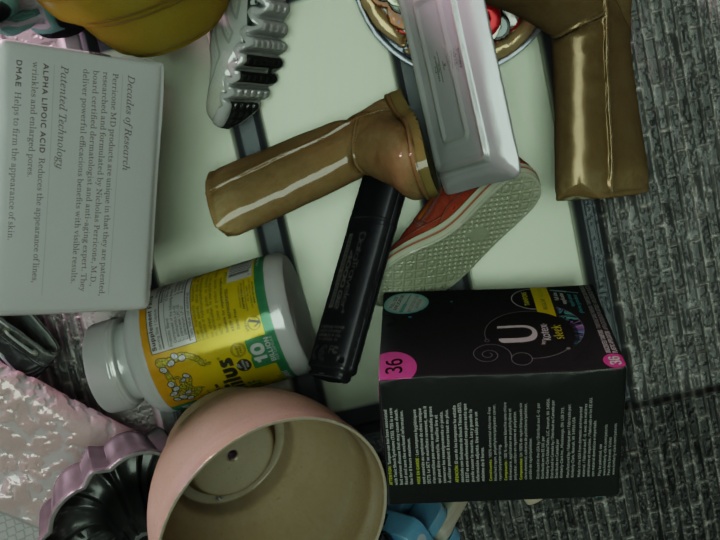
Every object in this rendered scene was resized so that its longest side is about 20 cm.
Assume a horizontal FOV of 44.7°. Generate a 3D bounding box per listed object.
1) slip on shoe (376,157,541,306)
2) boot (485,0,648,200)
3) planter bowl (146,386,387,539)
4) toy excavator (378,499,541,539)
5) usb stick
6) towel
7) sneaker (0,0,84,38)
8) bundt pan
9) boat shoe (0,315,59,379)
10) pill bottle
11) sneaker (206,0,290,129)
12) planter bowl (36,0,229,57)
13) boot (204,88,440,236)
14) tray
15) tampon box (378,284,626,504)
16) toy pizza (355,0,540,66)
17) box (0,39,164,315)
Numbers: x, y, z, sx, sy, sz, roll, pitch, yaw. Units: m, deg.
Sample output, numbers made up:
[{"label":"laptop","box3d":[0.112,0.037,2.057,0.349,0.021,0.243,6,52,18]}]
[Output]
[{"label":"slip on shoe","box3d":[0.078,-0.036,0.809,0.199,0.062,0.074,-41,130,19]},{"label":"boot","box3d":[0.175,-0.161,0.747,0.171,0.066,0.206,-7,99,-21]},{"label":"planter bowl","box3d":[-0.092,0.182,0.737,0.196,0.134,0.205,-11,115,-25]},{"label":"toy excavator","box3d":[0.066,0.229,0.823,0.201,0.192,0.101,-51,119,-31]},{"label":"usb stick","box3d":[0.000,0.000,0.786,0.032,0.055,0.204,29,70,-41]},{"label":"towel","box3d":[-0.317,0.209,0.854,0.198,0.032,0.193,31,99,-19]},{"label":"sneaker","box3d":[-0.317,-0.271,0.734,0.076,0.199,0.143,-21,92,24]},{"label":"bundt pan","box3d":[-0.210,0.235,0.823,0.198,0.076,0.207,-13,119,-25]},{"label":"boat shoe","box3d":[-0.364,0.019,0.839,0.070,0.072,0.201,-35,105,11]},{"label":"pill bottle","box3d":[-0.148,0.064,0.808,0.195,0.113,0.115,-16,97,5]},{"label":"sneaker","box3d":[-0.107,-0.231,0.789,0.080,0.075,0.205,21,101,19]},{"label":"planter bowl","box3d":[-0.168,-0.234,0.717,0.196,0.202,0.085,-16,128,6]},{"label":"boot","box3d":[-0.037,-0.076,0.758,0.196,0.176,0.067,-22,115,4]},{"label":"tray","box3d":[0.073,-0.168,0.726,0.022,0.107,0.205,-15,94,-30]},{"label":"tampon box","box3d":[0.116,0.103,0.765,0.194,0.151,0.129,-3,115,4]},{"label":"toy pizza","box3d":[0.086,-0.279,0.782,0.195,0.032,0.206,1,99,4]},{"label":"box","box3d":[-0.267,-0.082,0.735,0.128,0.197,0.205,0,101,-37]}]
